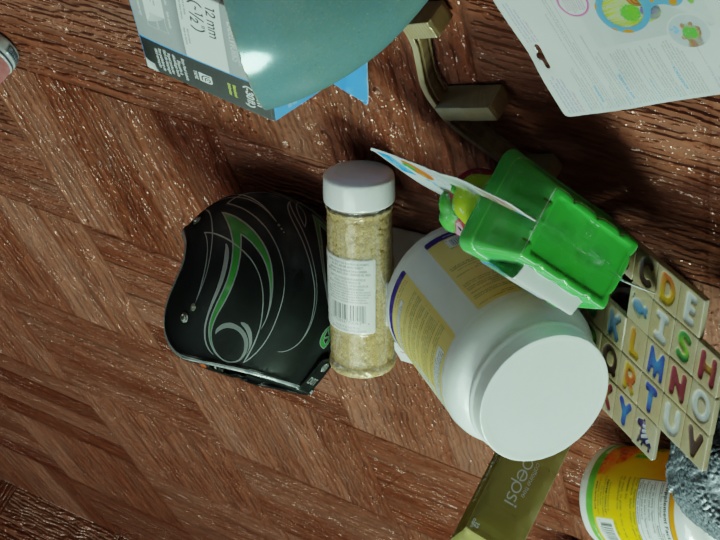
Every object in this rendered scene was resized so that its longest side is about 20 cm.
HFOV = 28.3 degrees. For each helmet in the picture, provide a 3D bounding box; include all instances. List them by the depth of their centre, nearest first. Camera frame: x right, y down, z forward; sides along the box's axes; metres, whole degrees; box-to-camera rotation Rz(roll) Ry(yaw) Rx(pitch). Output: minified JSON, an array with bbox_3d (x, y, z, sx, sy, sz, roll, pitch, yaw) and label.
[{"bbox_3d":[-0.097,0.017,1.464,0.197,0.193,0.200,15,172,2],"label":"helmet"}]

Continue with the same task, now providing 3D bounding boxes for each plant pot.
[{"bbox_3d":[-0.021,-0.221,0.955,0.133,0.202,0.201,-11,147,5],"label":"plant pot"}]

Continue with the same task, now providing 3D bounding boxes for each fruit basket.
[{"bbox_3d":[0.118,-0.034,1.166,0.184,0.095,0.199,30,173,-35],"label":"fruit basket"}]

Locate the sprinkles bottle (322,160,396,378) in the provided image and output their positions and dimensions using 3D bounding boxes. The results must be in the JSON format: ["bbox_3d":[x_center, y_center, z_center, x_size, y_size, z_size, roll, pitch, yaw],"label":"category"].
[{"bbox_3d":[0.000,0.000,1.356,0.068,0.068,0.203,15,120,30],"label":"sprinkles bottle"}]

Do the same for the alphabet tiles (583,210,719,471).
[{"bbox_3d":[0.235,0.068,1.172,0.200,0.007,0.169,-128,36,-56],"label":"alphabet tiles"}]

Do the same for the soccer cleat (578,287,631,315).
[{"bbox_3d":[0.215,0.046,1.307,0.198,0.070,0.077,-9,155,44],"label":"soccer cleat"}]

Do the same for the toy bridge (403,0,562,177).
[{"bbox_3d":[0.089,-0.135,1.154,0.067,0.027,0.200,6,146,47],"label":"toy bridge"}]

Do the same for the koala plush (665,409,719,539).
[{"bbox_3d":[0.334,0.125,1.110,0.182,0.179,0.200,-18,156,-3],"label":"koala plush"}]

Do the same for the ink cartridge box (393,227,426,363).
[{"bbox_3d":[0.082,0.047,1.468,0.115,0.067,0.201,13,150,34],"label":"ink cartridge box"}]

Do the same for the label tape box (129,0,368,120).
[{"bbox_3d":[-0.093,-0.198,1.197,0.198,0.067,0.144,26,156,14],"label":"label tape box"}]

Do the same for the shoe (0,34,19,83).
[{"bbox_3d":[-0.469,-0.231,1.533,0.198,0.092,0.072,22,155,19],"label":"shoe"}]

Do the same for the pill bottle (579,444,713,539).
[{"bbox_3d":[0.338,0.246,1.506,0.199,0.112,0.111,-1,142,50],"label":"pill bottle"}]

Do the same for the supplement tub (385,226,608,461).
[{"bbox_3d":[0.119,0.061,1.270,0.146,0.145,0.200,48,-177,-35],"label":"supplement tub"}]

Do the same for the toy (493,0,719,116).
[{"bbox_3d":[0.199,-0.166,0.945,0.198,0.047,0.115,0,139,44],"label":"toy"}]

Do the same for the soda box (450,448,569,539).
[{"bbox_3d":[0.172,0.210,1.515,0.064,0.201,0.068,29,157,2],"label":"soda box"}]
